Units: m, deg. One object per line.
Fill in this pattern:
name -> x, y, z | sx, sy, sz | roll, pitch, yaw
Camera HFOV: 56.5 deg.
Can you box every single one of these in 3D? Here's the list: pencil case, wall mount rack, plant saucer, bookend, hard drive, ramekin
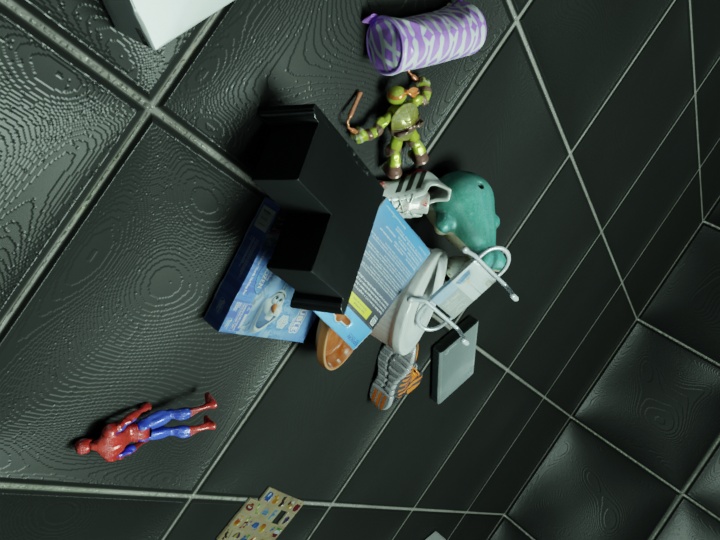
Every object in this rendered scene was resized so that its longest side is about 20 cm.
pencil case -> 0.097, -0.338, 0.959 | 0.200, 0.084, 0.086 | -28, 102, -39
wall mount rack -> 0.163, 0.033, 1.096 | 0.200, 0.075, 0.174 | -44, 124, 12
plant saucer -> -0.024, 0.074, 1.154 | 0.200, 0.032, 0.201 | -54, 157, -37
bookend -> -0.074, -0.074, 0.877 | 0.199, 0.092, 0.201 | 42, 59, -52
hard drive -> 0.228, 0.219, 1.635 | 0.139, 0.033, 0.201 | -35, 141, -28
ramekin -> 0.075, 0.042, 1.198 | 0.203, 0.094, 0.203 | -54, 157, -36

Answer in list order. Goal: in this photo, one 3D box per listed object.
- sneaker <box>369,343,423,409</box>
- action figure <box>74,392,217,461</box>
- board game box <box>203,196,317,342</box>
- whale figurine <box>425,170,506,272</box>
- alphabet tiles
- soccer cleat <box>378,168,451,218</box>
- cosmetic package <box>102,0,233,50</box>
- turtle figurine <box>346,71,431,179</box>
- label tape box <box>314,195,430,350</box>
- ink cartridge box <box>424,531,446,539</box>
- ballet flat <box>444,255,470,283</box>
sneaker -> 0.091, 0.199, 1.421 | 0.112, 0.078, 0.200 | -22, 145, -46
action figure -> -0.306, 0.226, 0.958 | 0.199, 0.052, 0.066 | -10, 120, -41
board game box -> -0.113, 0.008, 1.018 | 0.199, 0.043, 0.201 | 16, 105, -56
whale figurine -> 0.200, -0.090, 1.183 | 0.159, 0.201, 0.104 | -5, 149, -37
alphabet tiles -> -0.210, 0.522, 1.366 | 0.167, 0.008, 0.200 | -50, 146, -9
soccer cleat -> 0.066, -0.114, 1.102 | 0.200, 0.085, 0.069 | -26, 137, -37
cosmetic package -> -0.163, -0.319, 0.648 | 0.200, 0.081, 0.113 | -40, 143, -21
turtle figurine -> 0.071, -0.228, 1.029 | 0.200, 0.064, 0.162 | -41, 144, -21
label tape box -> 0.000, 0.000, 1.030 | 0.200, 0.066, 0.143 | -51, 130, -10
ink cartridge box -> 0.213, 0.990, 2.221 | 0.146, 0.086, 0.201 | -18, 130, -43
ballet flat -> 0.179, 0.002, 1.282 | 0.068, 0.062, 0.200 | -59, -175, -9
